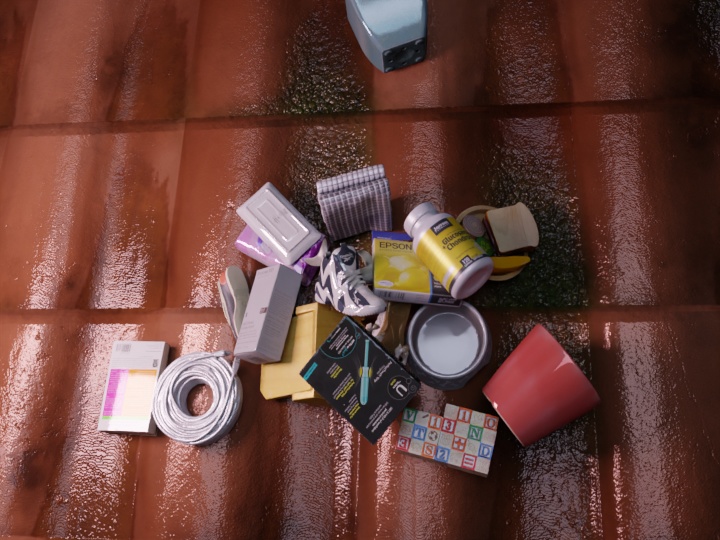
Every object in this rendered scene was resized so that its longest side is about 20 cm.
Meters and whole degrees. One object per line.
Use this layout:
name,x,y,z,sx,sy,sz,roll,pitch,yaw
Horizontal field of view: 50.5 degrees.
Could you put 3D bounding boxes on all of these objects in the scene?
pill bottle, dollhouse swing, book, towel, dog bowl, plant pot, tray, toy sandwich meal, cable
pill bottle,0.180,-0.046,1.604,0.111,0.113,0.201,-36,63,-7
dollhouse swing,-0.102,0.199,1.682,0.178,0.175,0.206,14,65,-32
book,-0.509,0.261,1.711,0.129,0.048,0.206,1,69,11
towel,-0.008,-0.142,1.707,0.161,0.201,0.088,-17,67,-1
dog bowl,0.188,0.151,1.646,0.194,0.059,0.206,-2,70,6
plant pot,0.353,0.241,1.528,0.176,0.200,0.202,-39,69,2
tray,-0.188,-0.112,1.736,0.107,0.022,0.200,-41,68,-12
toy sandwich meal,0.300,-0.072,1.681,0.199,0.071,0.210,6,62,-12
plant pot,0.077,-0.614,1.881,0.191,0.197,0.205,-17,76,1
cable,-0.355,0.279,1.669,0.194,0.069,0.206,0,71,8

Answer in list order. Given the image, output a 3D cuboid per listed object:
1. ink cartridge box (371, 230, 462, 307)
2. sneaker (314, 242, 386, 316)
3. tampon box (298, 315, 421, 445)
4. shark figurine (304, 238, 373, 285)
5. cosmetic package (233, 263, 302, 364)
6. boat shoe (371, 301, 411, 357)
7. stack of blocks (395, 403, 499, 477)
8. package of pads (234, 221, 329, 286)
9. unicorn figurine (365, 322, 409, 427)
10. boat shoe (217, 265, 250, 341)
ink cartridge box,0.121,-0.017,1.669,0.191,0.048,0.204,4,52,-6
sneaker,-0.021,0.013,1.582,0.197,0.078,0.134,19,111,52
tampon box,0.001,0.211,1.503,0.199,0.126,0.151,42,90,4
shark figurine,-0.013,0.011,1.705,0.209,0.090,0.131,1,59,-26
cosmetic package,-0.202,0.096,1.666,0.100,0.073,0.205,-15,57,49
boat shoe,0.060,0.139,1.666,0.069,0.069,0.205,21,84,-11
stack of blocks,0.179,0.340,1.576,0.194,0.059,0.118,12,72,12
package of pads,-0.181,-0.061,1.767,0.196,0.076,0.122,27,77,16
unicorn figurine,0.044,0.206,1.601,0.198,0.074,0.139,35,93,7
boat shoe,-0.280,0.092,1.733,0.062,0.070,0.205,-36,65,39
